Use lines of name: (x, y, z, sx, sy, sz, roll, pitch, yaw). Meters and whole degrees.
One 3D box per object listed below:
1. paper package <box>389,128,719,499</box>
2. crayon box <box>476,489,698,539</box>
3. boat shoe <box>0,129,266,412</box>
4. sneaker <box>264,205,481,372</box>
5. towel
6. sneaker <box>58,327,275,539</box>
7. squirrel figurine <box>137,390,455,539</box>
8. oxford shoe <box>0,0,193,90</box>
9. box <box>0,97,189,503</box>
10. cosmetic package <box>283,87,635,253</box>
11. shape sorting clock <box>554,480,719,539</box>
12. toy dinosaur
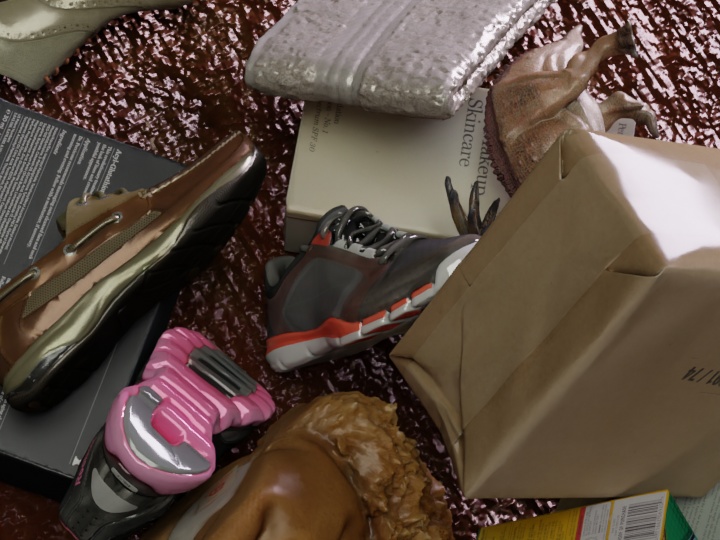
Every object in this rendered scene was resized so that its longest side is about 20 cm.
paper package: (0.151, 0.030, 1.268, 0.199, 0.191, 0.104, 4, 44, -41)
crayon box: (0.110, 0.216, 1.255, 0.118, 0.058, 0.201, -15, 37, 27)
boat shoe: (-0.138, -0.012, 1.319, 0.074, 0.076, 0.200, 42, 72, 13)
sneaker: (0.000, 0.000, 1.336, 0.077, 0.199, 0.082, -11, 82, -40)
towel: (0.030, -0.149, 1.409, 0.132, 0.035, 0.200, 9, 33, 22)
sneaker: (-0.113, 0.098, 1.321, 0.079, 0.200, 0.096, 39, 109, 5)
squirrel figurine: (-0.008, 0.178, 1.295, 0.187, 0.141, 0.200, 50, 61, -10)
oxford shoe: (-0.191, -0.151, 1.458, 0.198, 0.071, 0.074, -10, 97, -7)
box: (-0.185, 0.020, 1.381, 0.140, 0.079, 0.201, 19, 70, 4)
cosmetic package: (0.059, -0.052, 1.424, 0.198, 0.073, 0.104, 8, 70, 1)
shape sorting clock: (0.201, 0.174, 1.354, 0.199, 0.039, 0.201, -8, 64, 17)
toy dinosaur: (0.103, -0.065, 1.352, 0.135, 0.086, 0.201, -12, 61, 11)
